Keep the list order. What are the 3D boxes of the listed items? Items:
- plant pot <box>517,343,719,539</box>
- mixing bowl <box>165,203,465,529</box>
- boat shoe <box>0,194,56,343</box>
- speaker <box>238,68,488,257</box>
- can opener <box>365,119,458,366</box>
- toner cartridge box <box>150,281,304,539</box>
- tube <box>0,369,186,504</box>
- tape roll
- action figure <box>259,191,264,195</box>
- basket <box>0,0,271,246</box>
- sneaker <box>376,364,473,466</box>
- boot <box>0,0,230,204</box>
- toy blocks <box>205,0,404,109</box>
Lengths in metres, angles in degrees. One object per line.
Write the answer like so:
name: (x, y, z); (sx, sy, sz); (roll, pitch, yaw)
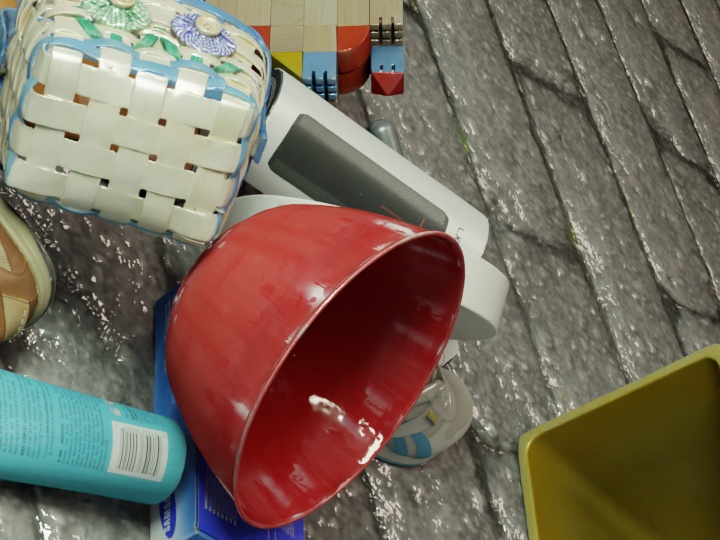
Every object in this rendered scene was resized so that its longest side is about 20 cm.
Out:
plant pot: (0.266, 0.219, 1.413); (0.200, 0.193, 0.197); (42, 31, -38)
mixing bowl: (-0.042, 0.038, 1.029); (0.108, 0.201, 0.200); (34, 18, 25)
boat shoe: (-0.246, -0.042, 0.957); (0.200, 0.075, 0.074); (51, 31, -11)
speaker: (-0.003, -0.058, 1.275); (0.199, 0.081, 0.082); (35, 34, -23)
can opener: (0.025, -0.015, 1.367); (0.066, 0.052, 0.202); (-164, -123, -74)
toner cartridge box: (-0.083, 0.106, 1.103); (0.095, 0.043, 0.201); (35, 35, -35)
tube: (-0.184, 0.086, 0.960); (0.199, 0.050, 0.078); (21, 41, -43)
tape roll: (0.000, 0.000, 1.188); (0.202, 0.202, 0.037); (26, 75, -45)
action figure: (-0.052, -0.080, 1.339); (0.065, 0.052, 0.201); (33, 41, -29)
basket: (-0.132, -0.101, 1.041); (0.175, 0.140, 0.200); (15, 14, -15)
sneaker: (0.033, 0.089, 1.270); (0.199, 0.080, 0.077); (12, 50, -56)
boot: (-0.187, -0.144, 1.196); (0.199, 0.068, 0.190); (21, 51, -38)
toy blocks: (-0.041, -0.173, 1.326); (0.100, 0.198, 0.138); (88, 2, -58)
